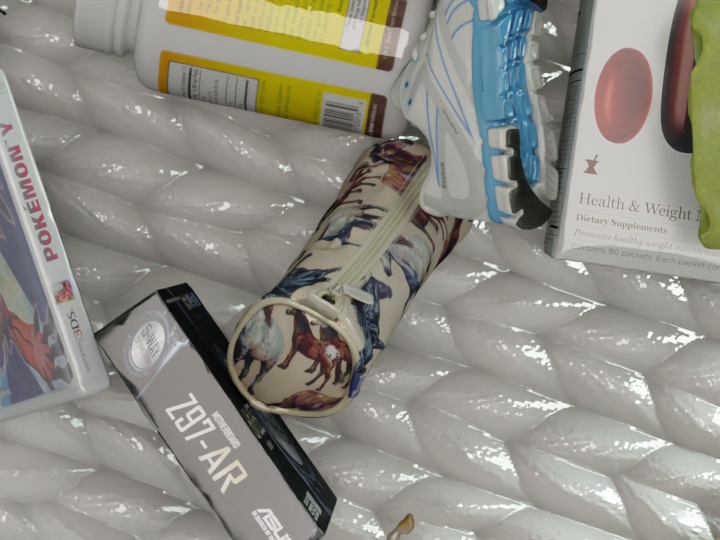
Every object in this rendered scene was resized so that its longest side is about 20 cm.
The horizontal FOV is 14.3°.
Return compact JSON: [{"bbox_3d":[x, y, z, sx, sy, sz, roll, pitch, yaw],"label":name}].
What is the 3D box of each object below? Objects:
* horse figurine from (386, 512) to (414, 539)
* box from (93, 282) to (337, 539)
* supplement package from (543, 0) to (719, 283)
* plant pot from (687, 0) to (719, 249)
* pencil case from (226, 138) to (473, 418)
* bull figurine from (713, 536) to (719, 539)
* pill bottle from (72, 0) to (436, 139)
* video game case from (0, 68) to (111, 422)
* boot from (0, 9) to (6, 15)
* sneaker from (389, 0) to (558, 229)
[{"bbox_3d":[0.042,0.233,1.675,0.200,0.050,0.133,41,104,-6],"label":"horse figurine"},{"bbox_3d":[-0.078,0.085,1.605,0.043,0.200,0.160,-35,89,2],"label":"box"},{"bbox_3d":[0.213,-0.092,1.624,0.191,0.147,0.200,8,92,1],"label":"supplement package"},{"bbox_3d":[0.263,-0.079,1.470,0.184,0.200,0.201,-2,91,11],"label":"plant pot"},{"bbox_3d":[0.000,0.000,1.608,0.078,0.200,0.089,43,129,-6],"label":"pencil case"},{"bbox_3d":[0.252,0.176,1.636,0.200,0.065,0.122,9,135,7],"label":"bull figurine"},{"bbox_3d":[-0.060,-0.146,1.648,0.200,0.109,0.109,12,91,1],"label":"pill bottle"},{"bbox_3d":[-0.209,-0.007,1.613,0.023,0.200,0.183,-19,90,-25],"label":"video game case"},{"bbox_3d":[-0.305,-0.101,1.645,0.138,0.077,0.200,30,92,25],"label":"boot"},{"bbox_3d":[0.054,-0.122,1.567,0.087,0.075,0.200,-1,89,31],"label":"sneaker"}]
